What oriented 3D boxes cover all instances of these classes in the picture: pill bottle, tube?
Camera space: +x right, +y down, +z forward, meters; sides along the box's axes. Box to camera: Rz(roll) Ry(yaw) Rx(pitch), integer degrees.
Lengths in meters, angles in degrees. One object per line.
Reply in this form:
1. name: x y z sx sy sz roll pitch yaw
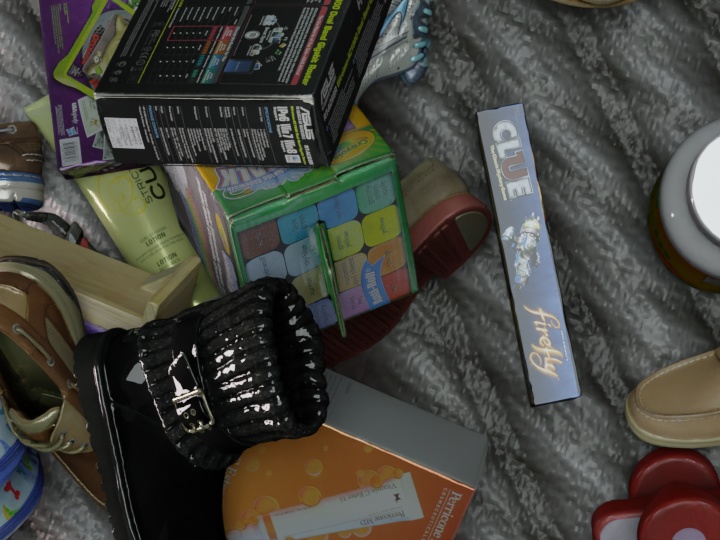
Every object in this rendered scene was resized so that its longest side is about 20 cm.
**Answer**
1. pill bottle: 0.254 -0.045 1.482 0.111 0.200 0.111 0 85 4
2. tube: -0.165 -0.052 1.589 0.058 0.052 0.200 -20 76 -42

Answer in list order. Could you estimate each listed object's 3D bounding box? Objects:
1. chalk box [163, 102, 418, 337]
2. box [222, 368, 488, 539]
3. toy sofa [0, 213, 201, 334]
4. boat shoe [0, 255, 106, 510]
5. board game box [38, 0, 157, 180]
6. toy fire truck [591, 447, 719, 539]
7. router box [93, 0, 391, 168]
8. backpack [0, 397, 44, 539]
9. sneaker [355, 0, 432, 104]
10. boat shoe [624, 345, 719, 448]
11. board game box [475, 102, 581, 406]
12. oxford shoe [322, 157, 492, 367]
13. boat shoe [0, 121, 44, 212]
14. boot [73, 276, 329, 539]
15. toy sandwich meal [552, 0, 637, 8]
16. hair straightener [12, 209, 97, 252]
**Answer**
1. chalk box: -0.042 -0.039 1.472 0.124 0.124 0.200 -22 44 -14
2. box: -0.029 0.145 1.516 0.200 0.097 0.124 22 108 1
3. toy sofa: -0.218 0.014 1.518 0.200 0.083 0.098 22 117 9
4. boat shoe: -0.206 0.086 1.459 0.076 0.074 0.200 -9 123 30
5. board game box: -0.169 -0.171 1.588 0.120 0.032 0.200 -10 74 6
6. toy fire truck: 0.265 0.211 1.517 0.200 0.112 0.168 -8 104 4
7. router box: -0.073 -0.152 1.463 0.150 0.062 0.200 2 43 17
8. backpack: -0.306 0.134 1.507 0.183 0.200 0.147 -34 104 -1
9. sneaker: 0.022 -0.181 1.580 0.086 0.078 0.200 39 97 -4
10. boat shoe: 0.279 0.066 1.529 0.200 0.065 0.071 -16 51 -3
11. board game box: 0.115 -0.007 1.522 0.035 0.135 0.200 -11 86 3
12. oxford shoe: 0.000 0.000 1.575 0.200 0.070 0.075 -37 54 5
13. boat shoe: -0.328 -0.083 1.595 0.200 0.072 0.072 3 81 -6
14. boot: -0.086 0.118 1.411 0.158 0.079 0.211 -13 100 24
15. toy sandwich meal: 0.159 -0.283 1.545 0.205 0.070 0.205 5 69 -13
16. hair straightener: -0.191 0.039 1.584 0.077 0.041 0.200 -41 90 1
